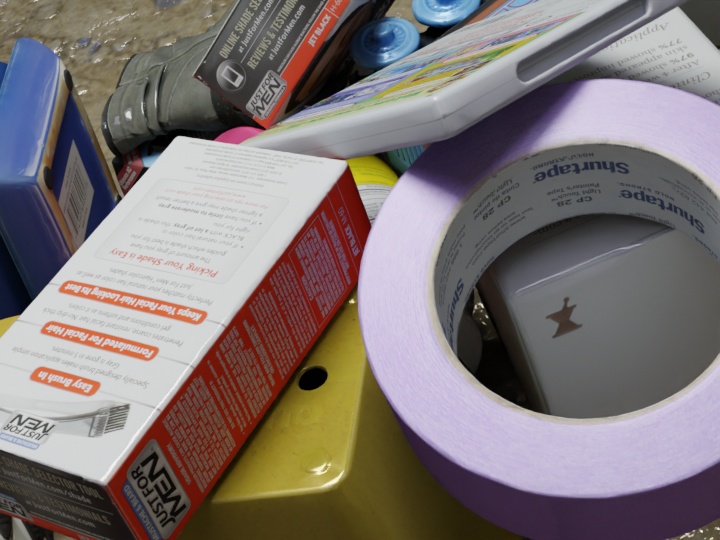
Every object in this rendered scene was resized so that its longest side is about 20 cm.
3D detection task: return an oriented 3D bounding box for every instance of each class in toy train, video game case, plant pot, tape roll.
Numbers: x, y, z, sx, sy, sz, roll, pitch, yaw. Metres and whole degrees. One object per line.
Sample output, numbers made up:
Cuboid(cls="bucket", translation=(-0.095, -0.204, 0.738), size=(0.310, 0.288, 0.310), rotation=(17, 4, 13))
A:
Cuboid(cls="toy train", translation=(0.082, -0.137, 0.945), size=(0.200, 0.087, 0.114), rotation=(-38, 52, -16))
Cuboid(cls="video game case", translation=(0.050, -0.099, 0.748), size=(0.182, 0.022, 0.200), rotation=(-31, 14, -29))
Cuboid(cls="plant pot", translation=(-0.275, -0.037, 1.028), size=(0.179, 0.201, 0.200), rotation=(-9, 40, 7))
Cuboid(cls="plant pot", translation=(-0.036, 0.116, 0.750), size=(0.199, 0.177, 0.200), rotation=(-8, 41, 17))
Cuboid(cls="tape roll", translation=(0.102, 0.016, 0.648), size=(0.199, 0.066, 0.201), rotation=(-7, 61, 12))

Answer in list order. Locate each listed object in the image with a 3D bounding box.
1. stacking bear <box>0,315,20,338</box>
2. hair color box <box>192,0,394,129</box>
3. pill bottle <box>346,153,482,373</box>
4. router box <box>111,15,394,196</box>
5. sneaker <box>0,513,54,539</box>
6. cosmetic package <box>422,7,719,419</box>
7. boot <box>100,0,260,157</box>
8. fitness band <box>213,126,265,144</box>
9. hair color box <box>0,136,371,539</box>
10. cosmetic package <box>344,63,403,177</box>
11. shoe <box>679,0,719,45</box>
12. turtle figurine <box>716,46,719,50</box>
Cuboid(cls="stacking bear", translation=(-0.202, 0.075, 0.900), size=(0.199, 0.122, 0.114), rotation=(-27, -6, 14))
Cuboid(cls="hair color box", translation=(-0.030, -0.166, 0.962), size=(0.102, 0.061, 0.200), rotation=(-54, -2, 22))
Cuboid(cls="pill bottle", translation=(0.000, 0.000, 0.916), size=(0.109, 0.110, 0.200), rotation=(-27, 39, -5))
Cuboid(cls="router box", translation=(-0.071, -0.115, 1.115), size=(0.149, 0.062, 0.200), rotation=(8, 49, 31))
Cuboid(cls="sneaker", translation=(-0.210, 0.168, 0.799), size=(0.083, 0.081, 0.201), rotation=(-28, 74, 7))
Cuboid(cls="cosmetic package", translation=(0.146, -0.017, 0.821), size=(0.167, 0.167, 0.200), rotation=(-22, 38, 1))
Cuboid(cls="boot", translation=(-0.116, -0.168, 1.100), size=(0.130, 0.068, 0.200), rotation=(-7, 40, 27))
Cuboid(cls="fitness band", translation=(-0.088, 0.007, 0.913), size=(0.201, 0.037, 0.144), rotation=(-62, 35, 21))
Cuboid(cls="hair color box", translation=(-0.090, 0.029, 0.686), size=(0.111, 0.064, 0.200), rotation=(11, 49, 33))
Cuboid(cls="cosmetic package", translation=(0.087, -0.101, 1.018), size=(0.199, 0.074, 0.102), rotation=(-5, 44, 23))
Cuboid(cls="shoe", translation=(0.264, -0.190, 0.901), size=(0.199, 0.071, 0.091), rotation=(1, 70, -23))
Cuboid(cls="turtle figurine", translation=(0.255, -0.148, 0.956), size=(0.161, 0.065, 0.200), rotation=(-30, 52, -32))
